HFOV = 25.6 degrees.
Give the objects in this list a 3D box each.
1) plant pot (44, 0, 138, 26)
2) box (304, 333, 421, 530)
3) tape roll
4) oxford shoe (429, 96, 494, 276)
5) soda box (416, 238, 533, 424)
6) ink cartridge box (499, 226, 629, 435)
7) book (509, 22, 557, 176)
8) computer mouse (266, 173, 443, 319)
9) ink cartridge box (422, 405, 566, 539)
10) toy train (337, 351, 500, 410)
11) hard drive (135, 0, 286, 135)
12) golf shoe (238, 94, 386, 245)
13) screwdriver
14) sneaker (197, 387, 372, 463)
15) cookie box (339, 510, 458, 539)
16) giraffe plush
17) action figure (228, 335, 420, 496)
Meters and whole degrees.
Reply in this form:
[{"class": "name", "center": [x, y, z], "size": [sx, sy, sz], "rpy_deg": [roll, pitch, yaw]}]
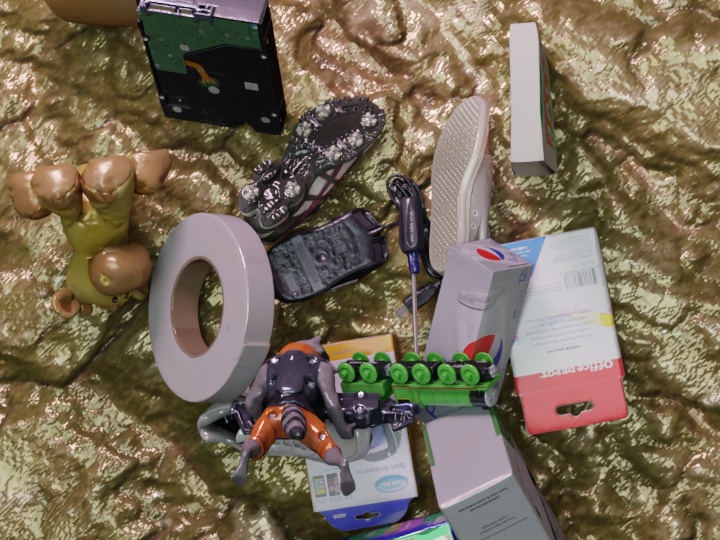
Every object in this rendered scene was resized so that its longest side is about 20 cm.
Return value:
[{"class": "plant pot", "center": [-0.245, -0.341, 1.711], "size": [0.198, 0.186, 0.189], "rpy_deg": [-11, 88, 22]}, {"class": "box", "center": [-0.004, 0.177, 1.726], "size": [0.118, 0.041, 0.202], "rpy_deg": [-9, 91, 9]}, {"class": "tape roll", "center": [-0.161, 0.040, 1.690], "size": [0.202, 0.037, 0.205], "rpy_deg": [-7, 81, 51]}, {"class": "oxford shoe", "center": [0.115, -0.087, 1.697], "size": [0.057, 0.075, 0.202], "rpy_deg": [15, 73, -33]}, {"class": "soda box", "center": [0.115, 0.073, 1.650], "size": [0.068, 0.063, 0.202], "rpy_deg": [34, 121, 40]}, {"class": "ink cartridge box", "center": [0.213, 0.063, 1.677], "size": [0.115, 0.067, 0.202], "rpy_deg": [-11, 88, 9]}, {"class": "book", "center": [0.172, -0.170, 1.619], "size": [0.047, 0.200, 0.135], "rpy_deg": [-2, 90, 9]}, {"class": "computer mouse", "center": [0.000, 0.000, 1.725], "size": [0.199, 0.046, 0.141], "rpy_deg": [-30, 81, -4]}, {"class": "ink cartridge box", "center": [0.147, 0.253, 1.610], "size": [0.082, 0.147, 0.201], "rpy_deg": [-26, 118, 7]}, {"class": "toy train", "center": [0.059, 0.115, 1.633], "size": [0.198, 0.042, 0.057], "rpy_deg": [-1, 111, 38]}, {"class": "hard drive", "center": [-0.155, -0.223, 1.677], "size": [0.138, 0.201, 0.038], "rpy_deg": [9, 62, 10]}, {"class": "golf shoe", "center": [-0.053, -0.111, 1.722], "size": [0.200, 0.088, 0.077], "rpy_deg": [-42, 70, -16]}, {"class": "screwdriver", "center": [0.060, 0.021, 1.684], "size": [0.029, 0.028, 0.202], "rpy_deg": [-1, 81, -28]}, {"class": "sneaker", "center": [-0.082, 0.172, 1.677], "size": [0.198, 0.081, 0.076], "rpy_deg": [5, 104, 28]}, {"class": "cookie box", "center": [0.019, 0.311, 1.654], "size": [0.198, 0.171, 0.076], "rpy_deg": [-17, 84, 8]}, {"class": "giraffe plush", "center": [-0.283, -0.035, 1.708], "size": [0.171, 0.200, 0.164], "rpy_deg": [-10, 93, -16]}, {"class": "action figure", "center": [-0.039, 0.136, 1.582], "size": [0.198, 0.194, 0.105], "rpy_deg": [-5, 126, 1]}]
